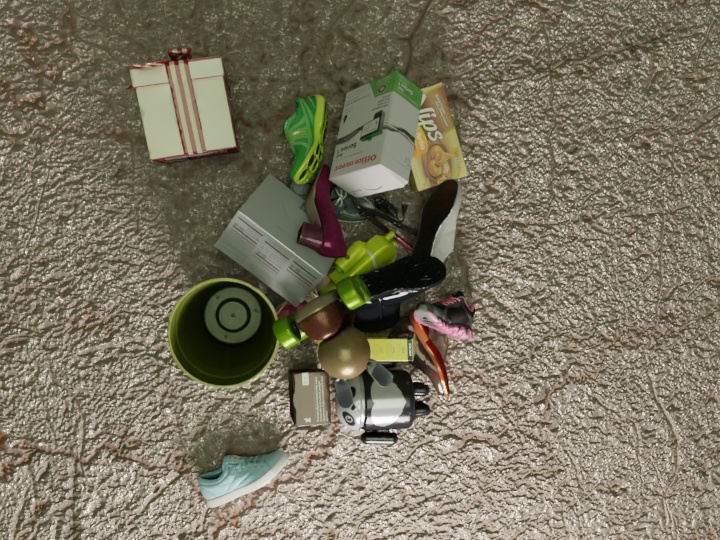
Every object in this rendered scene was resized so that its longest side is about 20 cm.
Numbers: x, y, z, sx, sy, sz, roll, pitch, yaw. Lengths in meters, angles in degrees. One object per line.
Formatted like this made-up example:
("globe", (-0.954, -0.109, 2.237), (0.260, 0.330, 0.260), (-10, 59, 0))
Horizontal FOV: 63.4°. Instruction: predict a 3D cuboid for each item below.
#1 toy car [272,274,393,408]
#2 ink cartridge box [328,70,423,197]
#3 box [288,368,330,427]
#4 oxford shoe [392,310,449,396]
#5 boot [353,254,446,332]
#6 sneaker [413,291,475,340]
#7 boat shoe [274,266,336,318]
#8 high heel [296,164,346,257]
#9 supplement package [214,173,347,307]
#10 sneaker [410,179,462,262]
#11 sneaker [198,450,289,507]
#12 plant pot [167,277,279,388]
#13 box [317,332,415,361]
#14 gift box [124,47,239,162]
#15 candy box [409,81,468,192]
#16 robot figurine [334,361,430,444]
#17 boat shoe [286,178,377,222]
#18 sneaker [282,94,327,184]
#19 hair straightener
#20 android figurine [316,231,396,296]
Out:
("toy car", (-0.030, 0.135, 1.043), (0.164, 0.158, 0.201), (-31, 87, 8))
("ink cartridge box", (0.029, -0.257, 1.124), (0.084, 0.146, 0.201), (25, 67, -40))
("box", (-0.105, 0.248, 1.166), (0.074, 0.200, 0.101), (-2, 83, -8))
("oxford shoe", (0.135, 0.190, 1.275), (0.072, 0.071, 0.201), (-25, 92, 13))
("boot", (0.074, 0.052, 1.199), (0.199, 0.168, 0.077), (-16, 62, -5))
("sneaker", (0.184, 0.084, 1.230), (0.200, 0.079, 0.096), (25, 82, -50))
("boat shoe", (-0.107, 0.066, 1.221), (0.200, 0.069, 0.074), (-39, 99, -2))
("high heel", (-0.060, -0.114, 1.128), (0.096, 0.067, 0.201), (20, 60, -16))
("supplement package", (-0.151, -0.060, 1.144), (0.200, 0.156, 0.111), (38, 127, -10))
("sneaker", (0.169, -0.090, 1.224), (0.084, 0.073, 0.201), (18, 95, -49))
("sneaker", (-0.252, 0.423, 1.236), (0.199, 0.074, 0.082), (-28, 102, -5))
("plant pot", (-0.257, 0.103, 1.142), (0.199, 0.193, 0.202), (-1, 96, -7))
("box", (0.014, 0.158, 1.220), (0.198, 0.075, 0.051), (-2, 95, 10))
("gift box", (-0.337, -0.306, 1.096), (0.199, 0.184, 0.188), (-10, 99, -13))
("candy box", (0.140, -0.278, 1.226), (0.115, 0.055, 0.201), (-18, 97, -5))
("robot figurine", (0.045, 0.274, 1.233), (0.198, 0.151, 0.125), (0, 135, -8))
("boat shoe", (-0.058, -0.147, 1.209), (0.199, 0.062, 0.073), (17, 93, -9))
("sneaker", (-0.117, -0.262, 1.176), (0.083, 0.074, 0.201), (5, 69, 9))
("hair straightener", (0.064, -0.115, 1.221), (0.199, 0.041, 0.077), (32, 90, -22))
("android figurine", (0.000, 0.000, 1.179), (0.200, 0.182, 0.041), (-44, 68, -7))
